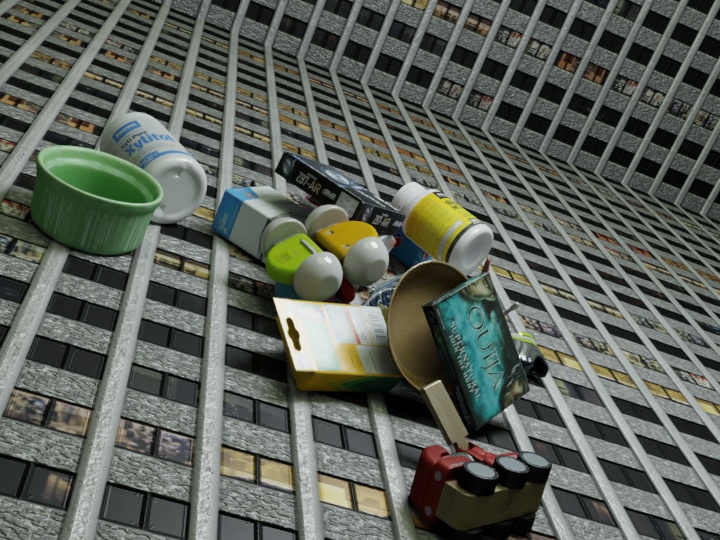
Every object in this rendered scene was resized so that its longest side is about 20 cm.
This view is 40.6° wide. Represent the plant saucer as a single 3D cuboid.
[{"bbox_3d":[0.106,0.087,1.459,0.199,0.202,0.035,7,-10,-38],"label":"plant saucer"}]

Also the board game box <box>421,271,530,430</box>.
[{"bbox_3d":[0.178,0.120,1.471,0.135,0.202,0.028,-27,11,-37],"label":"board game box"}]

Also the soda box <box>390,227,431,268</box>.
[{"bbox_3d":[0.066,-0.084,2.044,0.200,0.068,0.064,37,24,31],"label":"soda box"}]

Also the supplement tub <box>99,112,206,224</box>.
[{"bbox_3d":[-0.368,-0.182,1.722,0.131,0.133,0.200,5,28,-41],"label":"supplement tub"}]

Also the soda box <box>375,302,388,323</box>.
[{"bbox_3d":[0.101,0.126,1.545,0.199,0.064,0.068,27,-9,5],"label":"soda box"}]

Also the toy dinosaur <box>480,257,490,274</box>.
[{"bbox_3d":[0.204,0.076,1.697,0.181,0.199,0.106,11,54,-51],"label":"toy dinosaur"}]

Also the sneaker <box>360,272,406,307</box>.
[{"bbox_3d":[0.047,0.058,1.684,0.085,0.078,0.199,-9,14,43],"label":"sneaker"}]

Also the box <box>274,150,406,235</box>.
[{"bbox_3d":[-0.035,-0.137,1.745,0.199,0.044,0.160,35,12,29],"label":"box"}]

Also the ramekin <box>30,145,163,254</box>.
[{"bbox_3d":[-0.419,-0.108,1.530,0.199,0.098,0.200,21,20,-8],"label":"ramekin"}]

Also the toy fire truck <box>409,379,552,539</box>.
[{"bbox_3d":[0.126,0.243,1.262,0.175,0.130,0.199,1,18,-45],"label":"toy fire truck"}]

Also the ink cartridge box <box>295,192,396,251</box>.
[{"bbox_3d":[-0.024,-0.094,1.755,0.162,0.050,0.200,32,-5,13],"label":"ink cartridge box"}]

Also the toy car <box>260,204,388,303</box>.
[{"bbox_3d":[-0.061,-0.003,1.581,0.199,0.151,0.175,-19,41,-29],"label":"toy car"}]

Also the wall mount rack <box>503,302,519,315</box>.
[{"bbox_3d":[0.199,0.055,1.811,0.198,0.075,0.174,16,9,-18],"label":"wall mount rack"}]

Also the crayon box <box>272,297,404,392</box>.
[{"bbox_3d":[-0.041,0.110,1.417,0.199,0.052,0.126,8,49,-38],"label":"crayon box"}]

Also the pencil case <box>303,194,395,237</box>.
[{"bbox_3d":[-0.021,-0.111,1.994,0.199,0.088,0.087,31,22,22],"label":"pencil case"}]

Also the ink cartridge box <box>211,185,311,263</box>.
[{"bbox_3d":[-0.143,-0.068,1.752,0.199,0.084,0.145,32,19,21],"label":"ink cartridge box"}]

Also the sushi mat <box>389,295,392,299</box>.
[{"bbox_3d":[0.111,0.094,1.602,0.095,0.012,0.200,31,-8,24],"label":"sushi mat"}]

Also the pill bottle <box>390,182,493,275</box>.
[{"bbox_3d":[0.154,-0.087,1.906,0.200,0.113,0.112,40,26,31],"label":"pill bottle"}]

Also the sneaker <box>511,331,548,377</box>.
[{"bbox_3d":[0.255,0.148,1.684,0.199,0.074,0.081,3,32,-40],"label":"sneaker"}]

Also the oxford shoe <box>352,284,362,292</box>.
[{"bbox_3d":[0.000,0.000,1.766,0.074,0.071,0.200,24,20,-6],"label":"oxford shoe"}]
